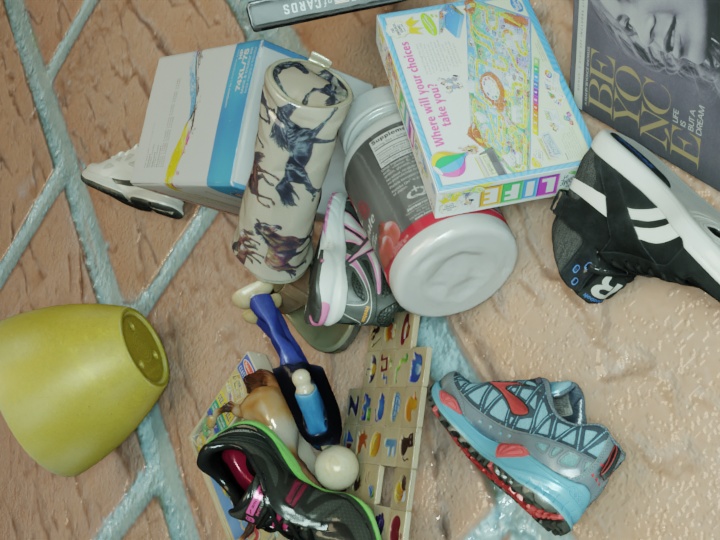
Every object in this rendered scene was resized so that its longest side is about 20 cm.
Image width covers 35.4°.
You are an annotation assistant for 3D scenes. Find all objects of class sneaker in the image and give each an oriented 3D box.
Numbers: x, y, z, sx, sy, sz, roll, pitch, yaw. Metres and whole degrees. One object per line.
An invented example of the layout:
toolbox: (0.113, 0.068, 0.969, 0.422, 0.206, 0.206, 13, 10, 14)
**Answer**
sneaker: (-0.064, 0.204, 0.951, 0.200, 0.084, 0.077, 31, 114, 31)
sneaker: (-0.268, -0.137, 1.421, 0.200, 0.076, 0.116, 16, 82, 43)
sneaker: (0.000, 0.000, 1.024, 0.200, 0.086, 0.080, -85, 10, -59)
sneaker: (0.207, -0.005, 0.804, 0.112, 0.073, 0.200, -61, 35, 25)
sneaker: (0.129, 0.122, 0.860, 0.095, 0.079, 0.200, -41, 31, -7)

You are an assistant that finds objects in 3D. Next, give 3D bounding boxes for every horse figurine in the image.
horse figurine: (-0.088, 0.171, 1.063, 0.132, 0.050, 0.200, -37, 52, 38)

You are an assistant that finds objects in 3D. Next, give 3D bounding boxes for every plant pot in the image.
plant pot: (-0.306, 0.117, 1.297, 0.142, 0.200, 0.200, -25, 55, 11)

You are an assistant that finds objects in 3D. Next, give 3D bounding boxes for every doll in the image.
doll: (-0.052, 0.108, 1.028, 0.048, 0.137, 0.200, -27, 65, -3)

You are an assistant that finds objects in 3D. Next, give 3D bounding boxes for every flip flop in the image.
flip flop: (-0.069, 0.011, 1.118, 0.200, 0.058, 0.081, 46, 114, 34)

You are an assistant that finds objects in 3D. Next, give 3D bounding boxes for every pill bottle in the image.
pill bottle: (0.049, -0.067, 0.973, 0.111, 0.111, 0.200, -48, 45, 28)

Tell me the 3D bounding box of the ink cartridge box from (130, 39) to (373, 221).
ink cartridge box: (-0.115, -0.138, 1.165, 0.200, 0.147, 0.146, 5, 82, 50)

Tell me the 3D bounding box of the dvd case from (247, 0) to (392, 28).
dvd case: (-0.028, -0.246, 1.036, 0.200, 0.150, 0.025, -113, 11, -78)

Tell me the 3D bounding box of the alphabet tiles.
alphabet tiles: (0.017, 0.135, 0.981, 0.167, 0.008, 0.200, 163, 117, -68)

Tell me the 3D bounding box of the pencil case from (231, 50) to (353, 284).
pencil case: (-0.062, -0.090, 1.006, 0.090, 0.078, 0.200, -84, 8, -55)

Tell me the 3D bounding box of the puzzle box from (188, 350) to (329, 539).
puzzle box: (-0.105, 0.195, 1.134, 0.133, 0.025, 0.200, -54, 43, 22)

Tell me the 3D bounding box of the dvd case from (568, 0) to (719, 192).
dvd case: (0.218, -0.153, 0.811, 0.200, 0.016, 0.149, 45, 148, 48)

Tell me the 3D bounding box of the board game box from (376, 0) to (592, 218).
board game box: (0.100, -0.142, 0.927, 0.034, 0.134, 0.200, 90, 167, -56)
